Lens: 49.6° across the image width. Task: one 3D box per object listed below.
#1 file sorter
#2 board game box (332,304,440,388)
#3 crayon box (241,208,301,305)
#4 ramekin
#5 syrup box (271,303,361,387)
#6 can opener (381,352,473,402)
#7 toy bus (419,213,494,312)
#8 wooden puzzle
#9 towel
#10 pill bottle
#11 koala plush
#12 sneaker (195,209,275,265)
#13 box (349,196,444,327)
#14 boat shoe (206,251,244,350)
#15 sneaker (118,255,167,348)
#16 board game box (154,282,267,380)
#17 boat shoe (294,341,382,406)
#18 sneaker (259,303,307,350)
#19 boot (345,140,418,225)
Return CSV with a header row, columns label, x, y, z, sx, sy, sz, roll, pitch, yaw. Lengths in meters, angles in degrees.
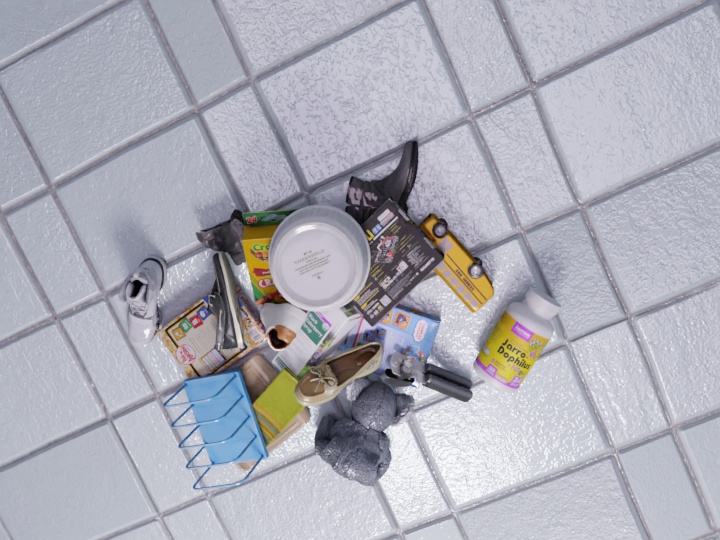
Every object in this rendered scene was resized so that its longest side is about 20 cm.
label,x,y,z,sx,sy,sz,roll,pitch,yaw
file sorter,-0.299,0.329,1.599,0.137,0.123,0.203,-12,103,20
board game box,0.050,0.140,1.617,0.197,0.037,0.153,19,103,3
crayon box,-0.163,-0.025,1.552,0.125,0.051,0.202,-5,128,3
ramekin,-0.079,-0.016,1.449,0.199,0.094,0.206,0,100,2
syrup box,-0.086,0.134,1.585,0.079,0.081,0.201,44,114,17
can opener,0.138,0.221,1.593,0.198,0.053,0.067,20,136,-17
toy bus,0.186,-0.018,1.556,0.078,0.065,0.200,-42,95,14
wooden puzzle,-0.234,0.307,1.687,0.199,0.037,0.186,-40,95,8
towel,-0.175,0.285,1.610,0.086,0.018,0.200,39,125,-2
pill bottle,0.315,0.136,1.553,0.103,0.104,0.202,29,103,0
koala plush,0.014,0.318,1.600,0.176,0.184,0.202,29,90,2
sneaker,-0.229,-0.083,1.591,0.198,0.060,0.105,-29,101,15
box,0.041,-0.015,1.514,0.200,0.049,0.160,-44,90,10
boat shoe,-0.280,0.063,1.573,0.067,0.072,0.203,-6,102,1
sneaker,-0.461,0.075,1.621,0.074,0.115,0.203,15,103,3
board game box,-0.311,0.132,1.651,0.199,0.046,0.152,-34,96,11
boat shoe,-0.044,0.197,1.546,0.199,0.063,0.074,-30,69,-21
sneaker,-0.171,0.115,1.553,0.072,0.200,0.086,29,75,-14
boot,0.038,-0.169,1.543,0.130,0.070,0.203,15,99,8
